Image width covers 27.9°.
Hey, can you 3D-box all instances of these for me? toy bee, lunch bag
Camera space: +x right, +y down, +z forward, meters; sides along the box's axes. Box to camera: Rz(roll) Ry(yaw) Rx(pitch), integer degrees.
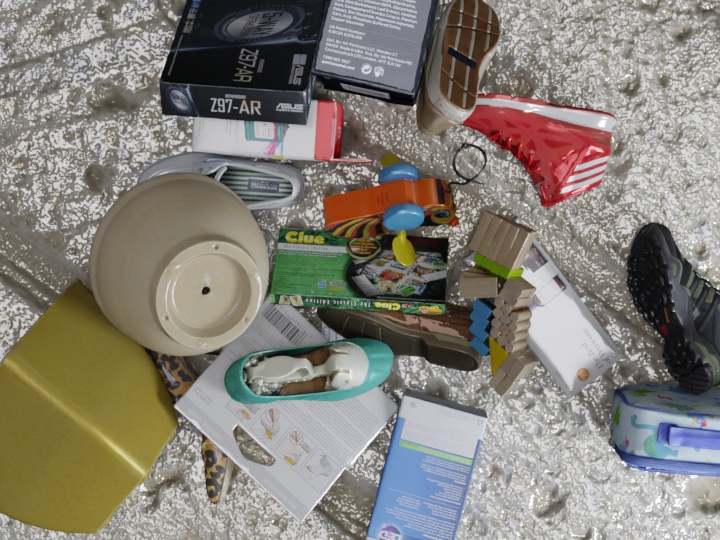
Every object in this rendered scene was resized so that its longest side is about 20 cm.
[{"bbox_3d":[0.063,-0.067,1.640,0.198,0.109,0.132,5,73,30],"label":"toy bee"},{"bbox_3d":[0.377,0.178,1.603,0.197,0.161,0.084,4,94,2],"label":"lunch bag"}]

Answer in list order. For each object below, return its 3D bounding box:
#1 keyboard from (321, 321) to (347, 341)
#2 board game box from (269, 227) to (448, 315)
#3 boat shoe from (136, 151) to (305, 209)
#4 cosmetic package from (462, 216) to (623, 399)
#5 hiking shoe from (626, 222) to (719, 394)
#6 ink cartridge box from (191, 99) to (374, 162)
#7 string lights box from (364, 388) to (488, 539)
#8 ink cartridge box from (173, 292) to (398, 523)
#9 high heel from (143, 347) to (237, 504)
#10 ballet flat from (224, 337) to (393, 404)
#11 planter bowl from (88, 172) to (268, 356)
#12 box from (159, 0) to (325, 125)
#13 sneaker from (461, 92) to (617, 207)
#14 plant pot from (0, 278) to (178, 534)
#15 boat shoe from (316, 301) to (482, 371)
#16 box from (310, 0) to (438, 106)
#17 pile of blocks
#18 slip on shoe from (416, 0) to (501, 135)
[{"bbox_3d":[-0.018,0.101,1.695,0.056,0.011,0.203,2,94,3],"label":"keyboard"},{"bbox_3d":[0.000,0.000,1.651,0.197,0.024,0.106,4,50,4],"label":"board game box"},{"bbox_3d":[-0.164,-0.102,1.664,0.197,0.067,0.075,-4,93,3],"label":"boat shoe"},{"bbox_3d":[0.208,0.042,1.660,0.082,0.051,0.201,-38,90,5],"label":"cosmetic package"},{"bbox_3d":[0.374,0.039,1.647,0.100,0.076,0.202,-9,74,-34],"label":"hiking shoe"},{"bbox_3d":[-0.083,-0.159,1.632,0.197,0.116,0.068,4,94,3],"label":"ink cartridge box"},{"bbox_3d":[0.073,0.250,1.674,0.102,0.059,0.202,15,94,2],"label":"string lights box"},{"bbox_3d":[-0.085,0.155,1.651,0.200,0.045,0.176,43,77,-3],"label":"ink cartridge box"},{"bbox_3d":[-0.212,0.167,1.674,0.141,0.071,0.203,2,77,-3],"label":"high heel"},{"bbox_3d":[-0.051,0.112,1.606,0.198,0.070,0.068,-8,81,-14],"label":"ballet flat"},{"bbox_3d":[-0.183,0.007,1.567,0.198,0.135,0.203,-7,109,-21],"label":"planter bowl"},{"bbox_3d":[-0.126,-0.238,1.597,0.158,0.201,0.044,4,131,3],"label":"box"},{"bbox_3d":[0.186,-0.134,1.639,0.197,0.078,0.117,8,92,4],"label":"sneaker"},{"bbox_3d":[-0.322,0.173,1.608,0.200,0.195,0.196,40,118,-6],"label":"plant pot"},{"bbox_3d":[0.051,0.056,1.666,0.198,0.072,0.069,18,63,4],"label":"boat shoe"},{"bbox_3d":[0.026,-0.292,1.578,0.116,0.197,0.202,12,94,2],"label":"box"},{"bbox_3d":[0.158,0.036,1.612,0.081,0.062,0.203,2,93,26],"label":"pile of blocks"},{"bbox_3d":[0.105,-0.228,1.607,0.076,0.201,0.061,28,138,-17],"label":"slip on shoe"}]
